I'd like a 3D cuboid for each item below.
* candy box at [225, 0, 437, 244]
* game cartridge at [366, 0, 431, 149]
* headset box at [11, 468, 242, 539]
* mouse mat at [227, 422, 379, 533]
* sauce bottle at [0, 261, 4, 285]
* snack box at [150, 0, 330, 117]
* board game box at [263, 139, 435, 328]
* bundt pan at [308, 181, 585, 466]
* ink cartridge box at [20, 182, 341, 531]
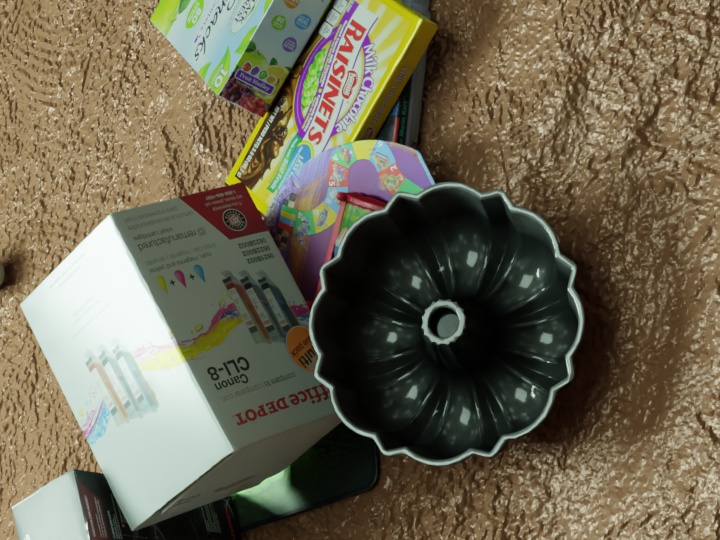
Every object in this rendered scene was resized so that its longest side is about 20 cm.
[{"bbox_3d":[-0.025,-0.130,1.612,0.102,0.026,0.201,38,104,37],"label":"candy box"},{"bbox_3d":[-0.006,-0.139,1.637,0.129,0.038,0.202,-5,74,44],"label":"game cartridge"},{"bbox_3d":[-0.171,0.239,1.553,0.077,0.199,0.150,-32,63,30],"label":"headset box"},{"bbox_3d":[-0.068,0.119,1.633,0.199,0.007,0.162,-23,64,35],"label":"mouse mat"},{"bbox_3d":[-0.414,0.033,1.914,0.199,0.066,0.067,-26,62,35],"label":"sauce bottle"},{"bbox_3d":[-0.095,-0.228,1.688,0.143,0.053,0.200,-60,31,12],"label":"snack box"},{"bbox_3d":[0.000,0.000,1.544,0.157,0.039,0.201,-30,77,22],"label":"board game box"},{"bbox_3d":[0.068,0.043,1.461,0.200,0.076,0.204,-4,77,16],"label":"bundt pan"},{"bbox_3d":[-0.127,0.064,1.532,0.144,0.145,0.201,-38,75,41],"label":"ink cartridge box"}]
